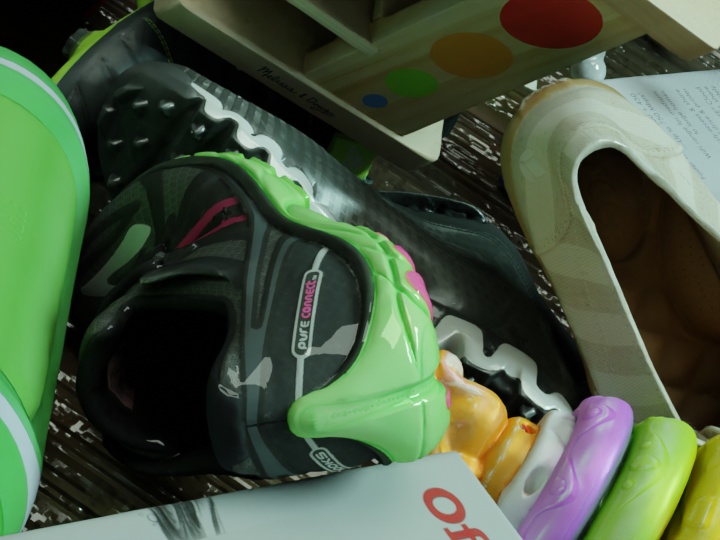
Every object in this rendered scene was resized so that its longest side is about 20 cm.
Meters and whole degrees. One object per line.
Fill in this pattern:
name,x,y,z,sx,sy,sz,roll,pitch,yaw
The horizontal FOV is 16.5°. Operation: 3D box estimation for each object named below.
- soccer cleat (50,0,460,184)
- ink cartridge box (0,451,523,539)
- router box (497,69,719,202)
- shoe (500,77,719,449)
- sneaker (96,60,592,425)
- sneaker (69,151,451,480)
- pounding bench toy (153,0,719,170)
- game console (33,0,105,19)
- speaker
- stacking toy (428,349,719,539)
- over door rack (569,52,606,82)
soccer cleat,-0.034,-0.062,0.876,0.081,0.068,0.199,46,38,18
ink cartridge box,-0.027,0.134,0.618,0.199,0.085,0.146,-9,48,-38
router box,0.178,0.006,0.936,0.179,0.049,0.200,-9,49,-39
shoe,0.106,0.032,0.778,0.201,0.070,0.053,57,-8,-18
sneaker,0.000,0.000,0.816,0.200,0.067,0.091,40,30,2
sneaker,-0.049,0.013,0.704,0.083,0.077,0.200,-14,12,-23
pounding bench toy,0.010,-0.147,0.791,0.199,0.155,0.125,29,56,-36
game console,-0.173,-0.182,0.937,0.199,0.031,0.177,25,29,-12
speaker,-0.124,0.010,0.694,0.088,0.089,0.200,19,29,-11
stacking toy,0.077,0.078,0.725,0.199,0.110,0.116,31,33,0
over door rack,0.131,-0.102,0.950,0.147,0.200,0.067,-3,90,-24
